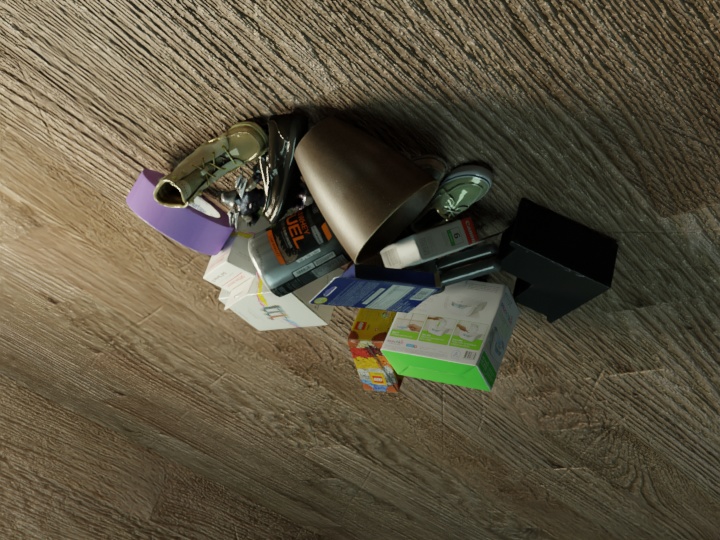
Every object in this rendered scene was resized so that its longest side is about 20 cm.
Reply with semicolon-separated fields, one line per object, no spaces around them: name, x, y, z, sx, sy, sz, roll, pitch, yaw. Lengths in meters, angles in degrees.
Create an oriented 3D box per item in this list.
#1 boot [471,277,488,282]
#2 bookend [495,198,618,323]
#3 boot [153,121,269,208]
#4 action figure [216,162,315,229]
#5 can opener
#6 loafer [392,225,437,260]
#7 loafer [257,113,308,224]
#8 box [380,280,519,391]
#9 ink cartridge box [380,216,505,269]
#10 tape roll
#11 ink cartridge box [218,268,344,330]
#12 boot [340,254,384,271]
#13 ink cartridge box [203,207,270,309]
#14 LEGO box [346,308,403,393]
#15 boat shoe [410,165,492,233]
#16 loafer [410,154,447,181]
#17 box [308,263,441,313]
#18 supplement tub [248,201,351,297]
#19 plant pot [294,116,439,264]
boot;0.180;0.057;1.910;0.199;0.070;0.132;-5;139;22
bookend;0.319;-0.011;1.670;0.198;0.093;0.200;24;152;-10
boot;-0.258;-0.178;1.599;0.199;0.155;0.072;-13;117;44
action figure;-0.162;-0.131;1.667;0.199;0.070;0.130;0;142;-22
can opener;0.163;0.003;1.654;0.199;0.054;0.067;-17;163;30
loafer;0.098;-0.056;1.709;0.063;0.072;0.200;-41;148;19
loafer;-0.140;-0.176;1.574;0.071;0.073;0.201;19;113;10
box;0.166;0.109;1.715;0.199;0.177;0.097;6;146;32
ink cartridge box;0.144;-0.052;1.618;0.199;0.051;0.109;-19;178;-34
tape roll;-0.336;-0.110;1.745;0.199;0.066;0.200;32;-171;-6
ink cartridge box;-0.160;0.025;1.926;0.199;0.146;0.145;-7;144;35
boot;0.000;0.000;1.734;0.166;0.073;0.199;10;-175;41
ink cartridge box;-0.237;-0.036;1.799;0.067;0.201;0.117;28;149;-22
LEGO box;0.054;0.115;1.834;0.077;0.201;0.150;3;135;22
boat shoe;0.156;-0.117;1.597;0.072;0.062;0.200;27;150;-20
loafer;0.075;-0.136;1.605;0.072;0.063;0.200;30;149;-26
box;0.022;0.031;1.585;0.199;0.033;0.121;6;154;-27
supplement tub;-0.087;-0.048;1.637;0.199;0.123;0.123;-28;139;7
plant pot;-0.007;-0.147;1.503;0.200;0.187;0.187;47;153;9
